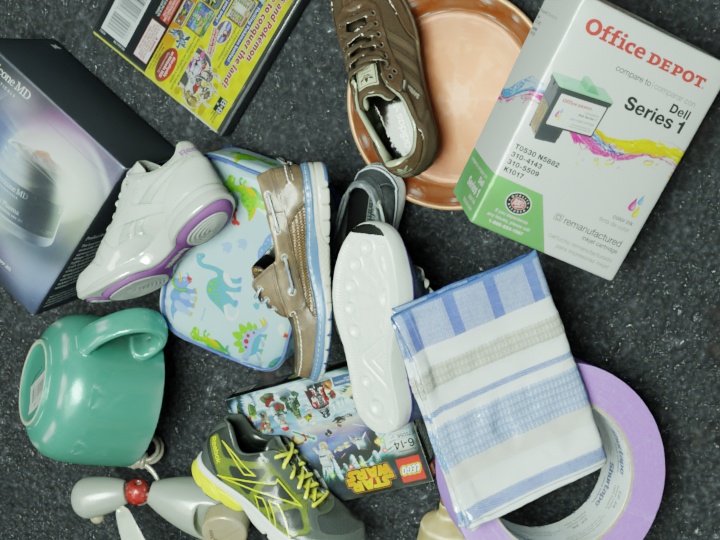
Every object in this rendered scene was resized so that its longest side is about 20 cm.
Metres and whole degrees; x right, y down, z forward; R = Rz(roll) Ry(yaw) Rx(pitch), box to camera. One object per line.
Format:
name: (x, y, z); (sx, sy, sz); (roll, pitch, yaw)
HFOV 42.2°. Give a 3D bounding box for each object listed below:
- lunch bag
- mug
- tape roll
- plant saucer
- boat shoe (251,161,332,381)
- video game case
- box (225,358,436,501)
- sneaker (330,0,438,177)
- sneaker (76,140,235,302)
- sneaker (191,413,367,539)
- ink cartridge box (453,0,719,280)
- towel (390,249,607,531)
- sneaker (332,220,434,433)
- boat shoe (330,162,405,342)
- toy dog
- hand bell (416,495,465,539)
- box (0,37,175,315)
lunch bag: (-0.114, -0.016, 0.937); (0.159, 0.082, 0.203); (19, 108, 13)
mug: (-0.282, 0.108, 0.970); (0.152, 0.113, 0.188); (29, 104, 56)
tape roll: (0.170, 0.178, 0.847); (0.197, 0.066, 0.203); (-1, 95, -8)
plant saucer: (0.085, -0.158, 0.864); (0.197, 0.032, 0.203); (5, 104, 18)
boat shoe: (-0.063, 0.003, 0.847); (0.071, 0.072, 0.203); (-2, 101, -6)
video game case: (-0.153, -0.268, 0.924); (0.180, 0.025, 0.201); (38, 110, 8)
box: (-0.030, 0.169, 0.972); (0.198, 0.040, 0.139); (-18, 97, 21)
sneaker: (0.019, -0.181, 0.823); (0.070, 0.075, 0.202); (-20, 96, 22)
sneaker: (-0.206, -0.043, 0.900); (0.199, 0.075, 0.100); (-36, 73, 22)
sneaker: (-0.079, 0.216, 0.938); (0.198, 0.074, 0.086); (25, 110, 12)
ink cartridge box: (0.189, -0.117, 0.784); (0.143, 0.084, 0.202); (21, 110, -13)
towel: (0.119, 0.102, 0.787); (0.145, 0.024, 0.203); (-21, 97, -9)
sneaker: (0.051, 0.037, 0.862); (0.080, 0.146, 0.203); (9, 112, 38)
boat shoe: (0.000, 0.000, 0.895); (0.071, 0.068, 0.202); (20, 121, 17)
toy dog: (-0.203, 0.265, 1.013); (0.197, 0.132, 0.098); (12, 121, 19)
hand bell: (0.088, 0.215, 0.899); (0.103, 0.104, 0.203); (9, 108, 17)
box: (-0.332, -0.102, 0.972); (0.200, 0.123, 0.199); (41, 110, 6)
